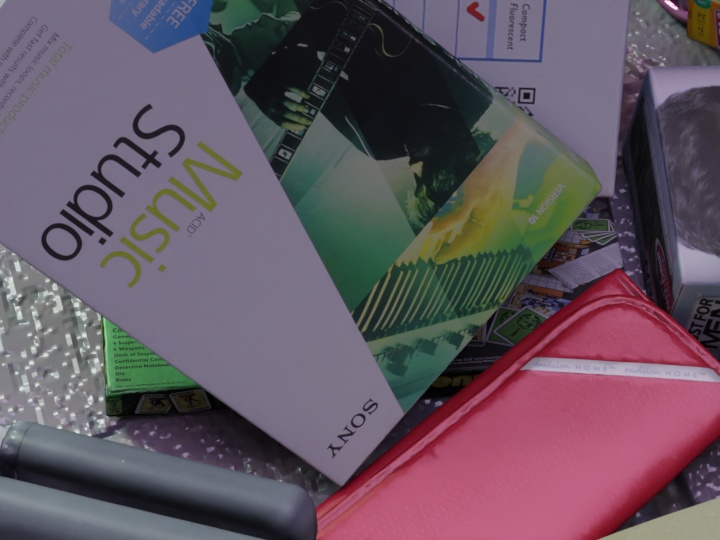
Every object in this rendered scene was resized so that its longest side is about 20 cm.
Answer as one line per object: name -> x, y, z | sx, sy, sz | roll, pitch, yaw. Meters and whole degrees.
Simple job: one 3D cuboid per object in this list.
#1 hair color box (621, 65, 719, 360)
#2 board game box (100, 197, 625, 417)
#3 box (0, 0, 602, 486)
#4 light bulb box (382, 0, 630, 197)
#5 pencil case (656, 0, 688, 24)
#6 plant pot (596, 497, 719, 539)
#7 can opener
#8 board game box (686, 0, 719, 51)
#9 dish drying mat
hair color box -> 0.209, -0.024, 0.805 | 0.200, 0.061, 0.099 | -2, 59, -5
board game box -> 0.000, 0.000, 0.796 | 0.200, 0.023, 0.105 | -3, 61, -7
box -> -0.038, -0.037, 0.710 | 0.200, 0.144, 0.036 | 36, 14, -16
light bulb box -> -0.007, -0.136, 0.761 | 0.200, 0.198, 0.125 | 1, 21, -5
pencil case -> 0.201, -0.180, 0.886 | 0.200, 0.087, 0.087 | -30, 65, -20
plant pot -> 0.125, 0.145, 0.644 | 0.200, 0.187, 0.188 | -5, 58, 9
can opener -> -0.114, 0.070, 0.715 | 0.200, 0.067, 0.053 | 15, 46, 11
board game box -> 0.237, -0.104, 0.829 | 0.200, 0.030, 0.096 | -14, 27, -26
dish drying mat -> 0.042, 0.082, 0.736 | 0.200, 0.018, 0.077 | -38, 69, -15
